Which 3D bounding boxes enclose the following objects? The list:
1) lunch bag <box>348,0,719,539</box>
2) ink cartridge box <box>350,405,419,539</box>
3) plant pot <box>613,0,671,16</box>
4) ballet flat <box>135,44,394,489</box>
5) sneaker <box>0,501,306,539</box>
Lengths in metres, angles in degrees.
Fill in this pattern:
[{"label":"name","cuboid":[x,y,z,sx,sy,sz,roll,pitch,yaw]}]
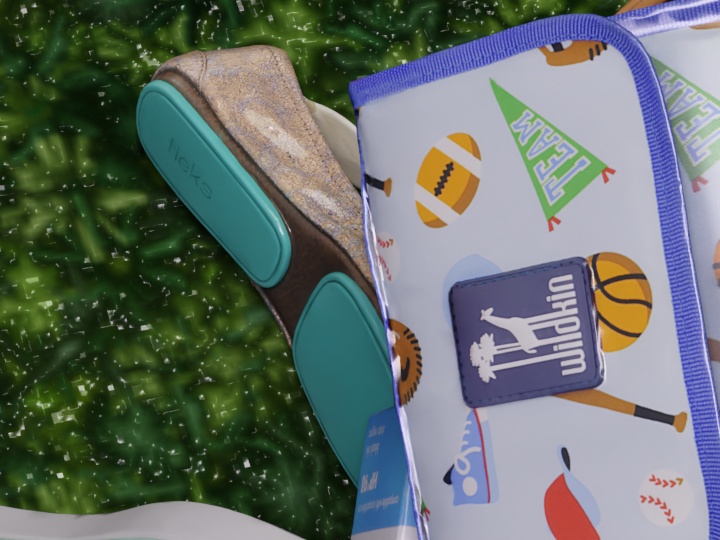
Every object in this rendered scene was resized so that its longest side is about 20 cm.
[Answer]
[{"label":"lunch bag","cuboid":[0.105,0.009,0.715,0.199,0.124,0.170,-10,84,4]},{"label":"ink cartridge box","cuboid":[0.049,0.147,0.775,0.116,0.067,0.200,11,79,-13]},{"label":"plant pot","cuboid":[0.184,-0.037,0.883,0.200,0.200,0.140,41,42,9]},{"label":"ballet flat","cuboid":[0.000,0.000,0.873,0.067,0.068,0.200,-21,70,-33]},{"label":"sneaker","cuboid":[-0.084,0.129,0.729,0.200,0.074,0.118,1,51,30]}]
